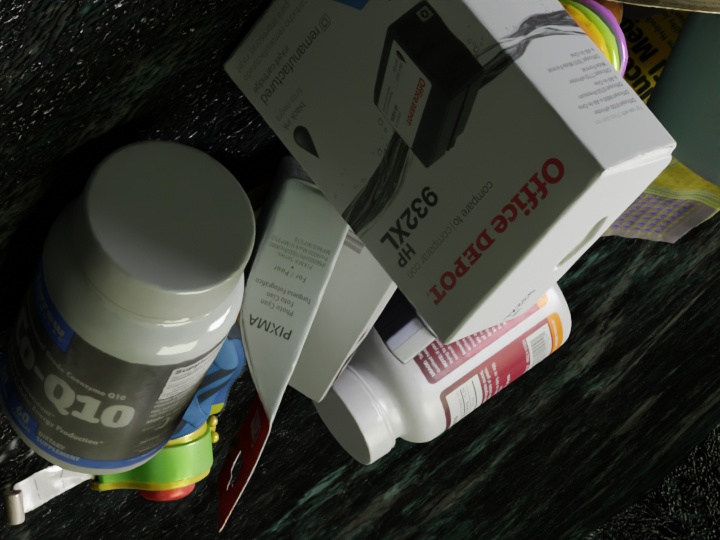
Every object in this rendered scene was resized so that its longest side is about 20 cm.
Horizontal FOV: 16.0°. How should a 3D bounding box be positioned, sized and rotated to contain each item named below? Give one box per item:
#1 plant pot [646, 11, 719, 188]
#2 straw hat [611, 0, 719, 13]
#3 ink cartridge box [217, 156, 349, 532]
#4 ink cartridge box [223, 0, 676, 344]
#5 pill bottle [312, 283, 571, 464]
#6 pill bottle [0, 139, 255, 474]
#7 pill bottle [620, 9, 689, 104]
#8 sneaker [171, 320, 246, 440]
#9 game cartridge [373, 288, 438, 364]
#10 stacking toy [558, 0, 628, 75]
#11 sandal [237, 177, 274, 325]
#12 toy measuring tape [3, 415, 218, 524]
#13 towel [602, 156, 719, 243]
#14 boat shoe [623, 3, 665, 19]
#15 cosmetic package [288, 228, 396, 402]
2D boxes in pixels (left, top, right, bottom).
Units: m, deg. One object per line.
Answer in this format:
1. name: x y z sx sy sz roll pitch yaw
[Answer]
1. plant pot: 0.297 -0.140 1.592 0.200 0.200 0.162 -20 134 -52
2. straw hat: 0.142 -0.198 1.439 0.201 0.200 0.086 -12 111 -61
3. ink cartridge box: -0.061 0.037 1.481 0.160 0.047 0.201 -116 -131 -82
4. ink cartridge box: 0.044 -0.086 1.340 0.084 0.200 0.145 -20 157 -53
5. pill bottle: 0.060 0.063 2.030 0.199 0.113 0.113 -34 165 -17
6. pill bottle: -0.129 0.021 1.412 0.113 0.114 0.200 -30 163 -32
7. pill bottle: 0.174 -0.124 1.739 0.200 0.113 0.113 -38 166 -5
8. sneaker: -0.126 0.064 1.659 0.078 0.066 0.200 -29 163 -22
9. game cartridge: 0.087 -0.023 1.864 0.200 0.038 0.130 -40 -163 3
10. stacking toy: 0.115 -0.124 1.514 0.200 0.109 0.117 -41 162 -56
11. sandal: -0.061 0.002 1.639 0.080 0.054 0.200 -33 159 -25
12. toy measuring tape: -0.159 0.136 1.770 0.200 0.074 0.074 -24 160 -51
13. towel: 0.150 -0.050 1.645 0.198 0.023 0.144 2 161 -26
14. boat shoe: 0.212 -0.232 1.587 0.072 0.076 0.200 -30 165 -40
15. cosmetic package: 0.000 0.000 1.597 0.083 0.050 0.200 -60 180 -33
